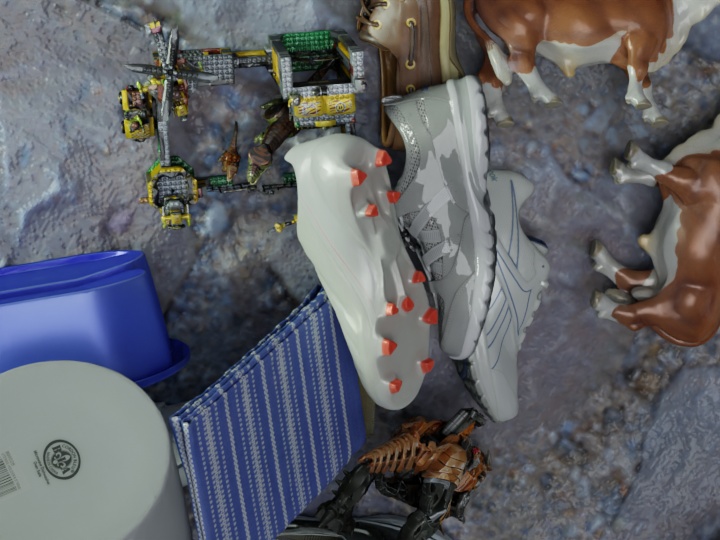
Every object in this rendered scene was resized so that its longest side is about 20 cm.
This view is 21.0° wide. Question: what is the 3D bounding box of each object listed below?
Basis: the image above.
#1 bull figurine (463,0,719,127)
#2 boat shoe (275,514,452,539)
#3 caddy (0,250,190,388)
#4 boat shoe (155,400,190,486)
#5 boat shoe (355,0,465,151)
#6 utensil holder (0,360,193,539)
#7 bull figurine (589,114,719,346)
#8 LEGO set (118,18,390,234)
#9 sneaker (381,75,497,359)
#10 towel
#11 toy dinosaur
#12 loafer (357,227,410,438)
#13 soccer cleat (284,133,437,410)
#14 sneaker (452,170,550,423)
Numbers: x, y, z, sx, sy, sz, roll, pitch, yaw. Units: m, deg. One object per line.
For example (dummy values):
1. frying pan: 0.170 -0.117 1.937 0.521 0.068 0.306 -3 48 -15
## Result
1. bull figurine: 0.174 -0.170 1.406 0.199 0.065 0.122 -2 73 0
2. boat shoe: -0.015 0.229 1.496 0.199 0.071 0.073 8 104 -11
3. caddy: -0.223 0.056 1.380 0.199 0.141 0.106 -10 104 -5
4. boat shoe: -0.165 0.132 1.445 0.199 0.074 0.066 -30 112 0
5. boat shoe: 0.031 -0.179 1.387 0.067 0.072 0.201 -13 110 -7
6. utensil holder: -0.193 0.180 1.300 0.169 0.171 0.201 -9 142 -6
7. bull figurine: 0.245 -0.042 1.456 0.121 0.065 0.201 10 100 -7
8. LEGO set: -0.071 -0.098 1.370 0.199 0.116 0.155 3 105 -9
9. sneaker: 0.055 -0.036 1.380 0.081 0.075 0.201 -3 95 6
10. towel: -0.060 0.111 1.343 0.024 0.200 0.146 10 123 31
11. toy dinosaur: 0.035 0.151 1.432 0.136 0.102 0.200 -53 136 3
12. loafer: 0.004 0.041 1.449 0.067 0.076 0.201 14 113 -13
13. soccer cleat: 0.000 0.000 1.344 0.069 0.077 0.201 -30 116 -42
14. sneaker: 0.105 0.019 1.457 0.087 0.075 0.201 -11 108 -10
